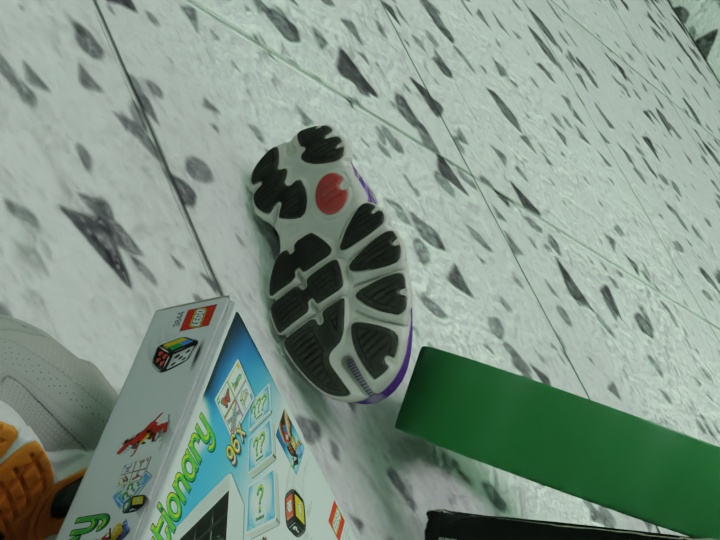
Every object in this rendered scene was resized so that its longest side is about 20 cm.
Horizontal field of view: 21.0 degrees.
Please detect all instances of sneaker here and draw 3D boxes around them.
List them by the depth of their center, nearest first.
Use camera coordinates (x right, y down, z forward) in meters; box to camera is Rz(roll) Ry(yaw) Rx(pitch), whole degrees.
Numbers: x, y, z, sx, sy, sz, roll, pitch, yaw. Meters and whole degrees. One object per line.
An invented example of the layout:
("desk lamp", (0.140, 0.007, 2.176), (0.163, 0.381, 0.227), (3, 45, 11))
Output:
("sneaker", (-0.134, 0.051, 0.644), (0.092, 0.076, 0.200), (55, 9, 27))
("sneaker", (0.000, 0.000, 1.040), (0.083, 0.080, 0.201), (47, 18, -36))

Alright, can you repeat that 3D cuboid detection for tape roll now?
("tape roll", (0.118, 0.094, 1.021), (0.199, 0.049, 0.200), (20, -3, 1))

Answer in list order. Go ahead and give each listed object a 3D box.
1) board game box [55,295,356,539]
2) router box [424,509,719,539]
("board game box", (-0.054, 0.120, 0.622), (0.201, 0.034, 0.127), (-72, 144, -50))
("router box", (0.137, 0.165, 0.960), (0.200, 0.149, 0.063), (24, 72, -57))
